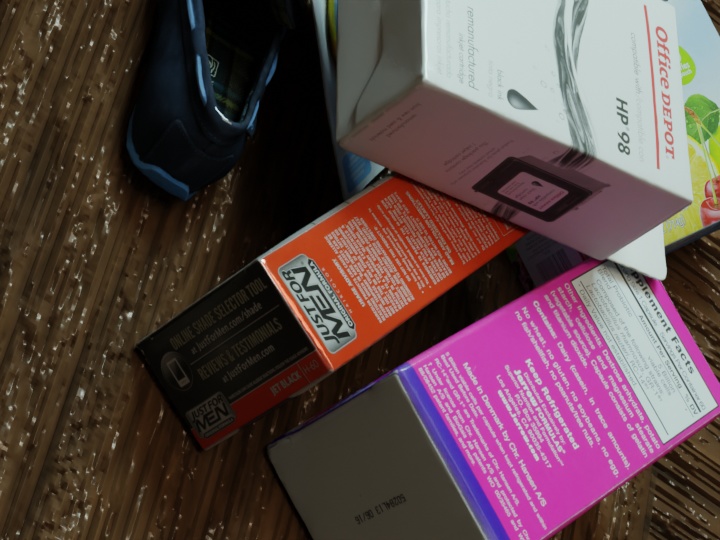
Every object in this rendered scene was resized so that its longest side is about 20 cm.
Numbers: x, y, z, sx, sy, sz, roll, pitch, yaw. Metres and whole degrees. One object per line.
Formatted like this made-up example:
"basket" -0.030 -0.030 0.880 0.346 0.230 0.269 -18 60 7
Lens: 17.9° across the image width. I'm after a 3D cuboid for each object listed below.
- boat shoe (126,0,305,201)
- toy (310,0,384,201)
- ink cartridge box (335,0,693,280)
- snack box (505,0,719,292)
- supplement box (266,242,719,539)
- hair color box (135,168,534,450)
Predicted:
"boat shoe" -0.055 -0.122 1.096 0.084 0.069 0.201 25 51 -30
"toy" 0.015 -0.147 1.114 0.115 0.047 0.202 -46 129 -53
"ink cartridge box" 0.087 -0.084 1.060 0.199 0.067 0.117 21 53 -31
"snack box" 0.122 -0.100 1.237 0.168 0.068 0.201 -23 82 -40
"supplement box" 0.069 0.074 1.077 0.199 0.101 0.104 -25 84 -47
"hair color box" 0.000 0.000 1.056 0.200 0.101 0.062 -33 90 -46
